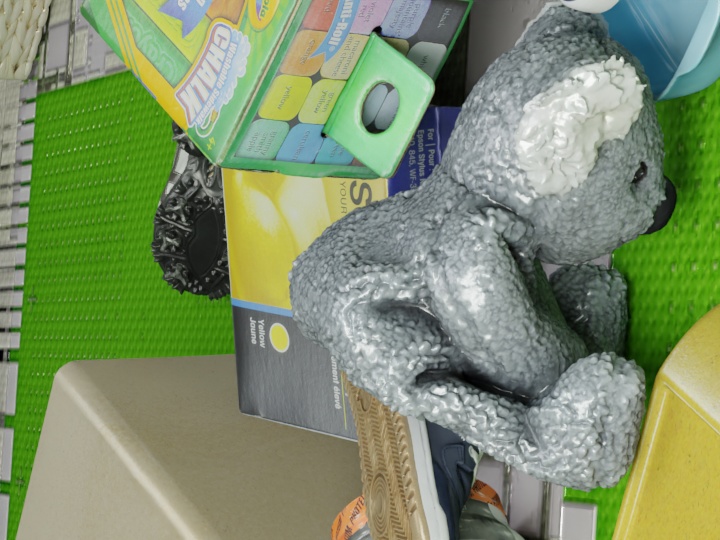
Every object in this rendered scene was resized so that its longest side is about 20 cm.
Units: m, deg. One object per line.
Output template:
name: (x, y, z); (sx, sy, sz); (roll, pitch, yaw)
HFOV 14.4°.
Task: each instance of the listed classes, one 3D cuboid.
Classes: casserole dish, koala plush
casserole dish: (0.153, -0.168, 1.433); (0.200, 0.039, 0.121); (-113, 36, -49)
koala plush: (0.078, -0.030, 1.383); (0.177, 0.184, 0.200); (-84, 17, -71)

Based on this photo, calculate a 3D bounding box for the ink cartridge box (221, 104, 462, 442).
ink cartridge box: (0.000, 0.000, 1.626); (0.200, 0.047, 0.198); (9, 106, 49)

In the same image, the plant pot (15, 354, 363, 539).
plant pot: (-0.080, 0.181, 1.729); (0.177, 0.200, 0.200); (45, 127, 47)

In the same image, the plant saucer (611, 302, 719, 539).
plant saucer: (0.171, 0.138, 1.321); (0.200, 0.048, 0.200); (-134, 53, -59)

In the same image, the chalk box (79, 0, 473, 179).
chalk box: (-0.036, -0.129, 1.527); (0.200, 0.124, 0.125); (47, 120, 38)

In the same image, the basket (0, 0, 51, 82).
basket: (-0.352, -0.270, 2.512); (0.200, 0.123, 0.136); (-116, 38, -49)

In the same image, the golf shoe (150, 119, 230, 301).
golf shoe: (-0.093, -0.072, 1.962); (0.095, 0.078, 0.200); (-68, -8, -53)

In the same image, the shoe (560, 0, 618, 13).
shoe: (0.102, -0.228, 1.345); (0.071, 0.091, 0.200); (11, 86, 60)

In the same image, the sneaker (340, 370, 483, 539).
sneaker: (0.055, 0.081, 1.493); (0.070, 0.108, 0.200); (113, 154, -43)

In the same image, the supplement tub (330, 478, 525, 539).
supplement tub: (0.048, 0.215, 1.496); (0.123, 0.122, 0.200); (123, 145, -47)
